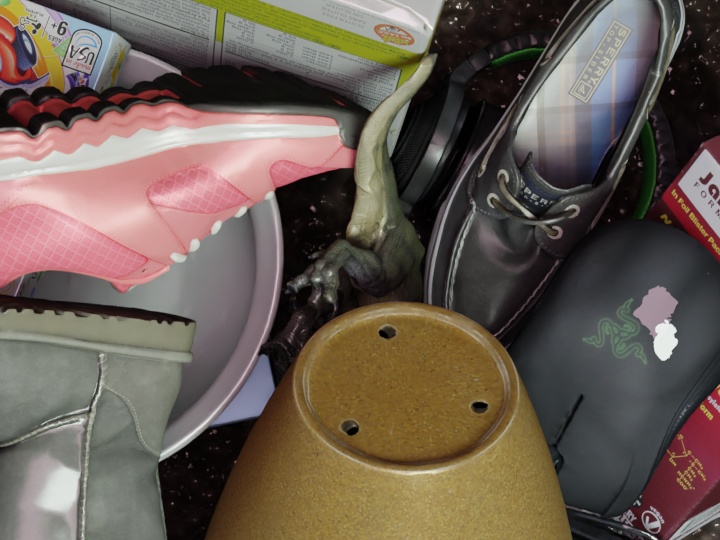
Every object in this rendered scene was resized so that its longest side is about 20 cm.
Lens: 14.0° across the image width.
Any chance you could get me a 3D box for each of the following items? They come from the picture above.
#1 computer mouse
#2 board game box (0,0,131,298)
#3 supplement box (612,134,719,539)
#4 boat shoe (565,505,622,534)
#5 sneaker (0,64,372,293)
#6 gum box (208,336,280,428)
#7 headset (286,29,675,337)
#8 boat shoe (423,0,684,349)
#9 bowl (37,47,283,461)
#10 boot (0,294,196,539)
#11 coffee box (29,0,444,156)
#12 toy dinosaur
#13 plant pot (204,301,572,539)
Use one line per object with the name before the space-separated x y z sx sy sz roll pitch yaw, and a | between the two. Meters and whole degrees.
computer mouse | 0.104 0.065 1.295 0.138 0.053 0.200 33 131 15
board game box | -0.218 -0.073 1.293 0.200 0.034 0.135 20 88 9
supplement box | 0.159 0.032 1.321 0.061 0.200 0.109 -24 68 -39
boat shoe | 0.071 0.166 1.396 0.073 0.067 0.200 25 92 1
sneaker | -0.086 -0.036 1.254 0.200 0.074 0.087 -6 110 -18
gum box | -0.151 0.005 1.410 0.200 0.045 0.170 -12 90 1
headset | 0.056 -0.028 1.403 0.200 0.094 0.124 -37 91 -13
boat shoe | 0.087 -0.046 1.317 0.070 0.066 0.200 32 97 1
bowl | -0.128 0.001 1.336 0.201 0.090 0.201 -1 84 7
boot | -0.152 0.112 1.231 0.182 0.073 0.200 8 95 -21
coffee box | -0.042 -0.194 1.308 0.200 0.198 0.200 18 75 1
toy dinosaur | 0.000 0.000 1.264 0.047 0.200 0.088 31 55 27
plant pot | 0.012 0.113 1.242 0.186 0.200 0.187 1 47 -1
